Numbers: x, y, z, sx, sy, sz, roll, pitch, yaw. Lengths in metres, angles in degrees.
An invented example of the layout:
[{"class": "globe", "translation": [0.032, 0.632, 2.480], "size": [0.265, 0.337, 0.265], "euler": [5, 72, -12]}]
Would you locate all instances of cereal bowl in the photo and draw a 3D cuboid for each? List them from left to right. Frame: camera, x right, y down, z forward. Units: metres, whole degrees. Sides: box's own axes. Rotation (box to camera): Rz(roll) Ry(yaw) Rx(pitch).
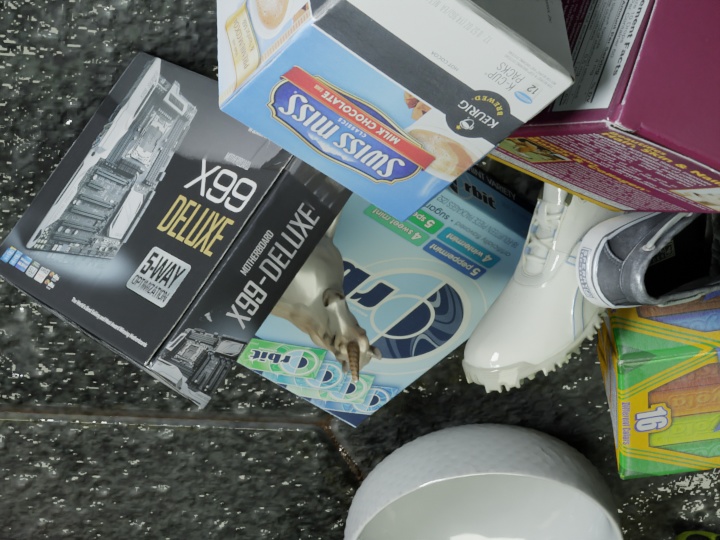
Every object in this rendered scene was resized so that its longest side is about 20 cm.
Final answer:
[{"class": "cereal bowl", "translation": [0.084, 0.175, 1.603], "size": [0.198, 0.084, 0.201], "euler": [-3, 135, -3]}]

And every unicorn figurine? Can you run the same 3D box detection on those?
[{"class": "unicorn figurine", "translation": [-0.053, -0.004, 1.353], "size": [0.074, 0.139, 0.199], "euler": [-15, -175, -40]}]

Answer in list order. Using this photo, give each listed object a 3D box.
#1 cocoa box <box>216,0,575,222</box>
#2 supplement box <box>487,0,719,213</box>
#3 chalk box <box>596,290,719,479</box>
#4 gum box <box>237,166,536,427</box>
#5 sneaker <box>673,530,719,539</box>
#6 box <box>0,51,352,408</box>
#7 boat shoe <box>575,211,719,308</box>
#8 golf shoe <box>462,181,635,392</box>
[{"class": "cocoa box", "translation": [0.012, -0.155, 1.176], "size": [0.133, 0.201, 0.131], "euler": [31, 126, -31]}, {"class": "supplement box", "translation": [0.153, -0.099, 1.242], "size": [0.130, 0.104, 0.200], "euler": [23, 173, -23]}, {"class": "chalk box", "translation": [0.254, 0.041, 1.453], "size": [0.198, 0.124, 0.125], "euler": [-7, 136, 3]}, {"class": "gum box", "translation": [0.000, 0.000, 1.445], "size": [0.169, 0.045, 0.200], "euler": [31, 126, -31]}, {"class": "sneaker", "translation": [0.279, 0.270, 1.726], "size": [0.083, 0.074, 0.200], "euler": [-27, 132, 16]}, {"class": "box", "translation": [-0.105, -0.028, 1.258], "size": [0.050, 0.200, 0.158], "euler": [40, 82, -37]}, {"class": "boat shoe", "translation": [0.222, -0.025, 1.356], "size": [0.199, 0.068, 0.072], "euler": [-19, 106, -32]}, {"class": "golf shoe", "translation": [0.120, -0.017, 1.375], "size": [0.200, 0.078, 0.098], "euler": [-46, 122, -21]}]
